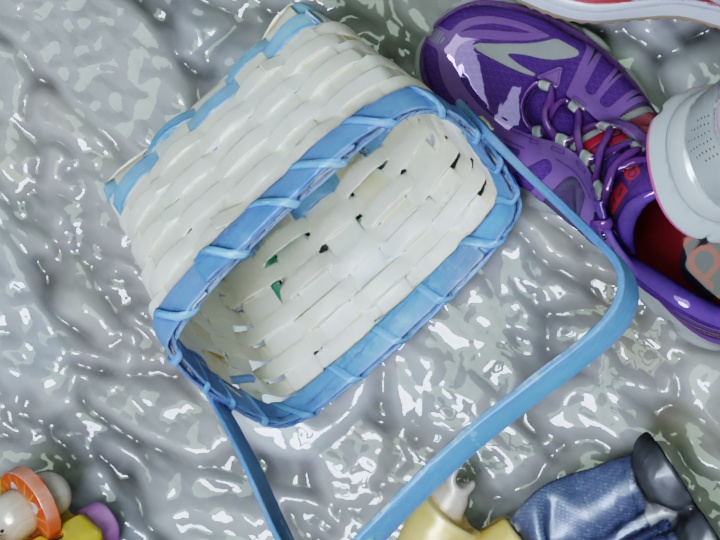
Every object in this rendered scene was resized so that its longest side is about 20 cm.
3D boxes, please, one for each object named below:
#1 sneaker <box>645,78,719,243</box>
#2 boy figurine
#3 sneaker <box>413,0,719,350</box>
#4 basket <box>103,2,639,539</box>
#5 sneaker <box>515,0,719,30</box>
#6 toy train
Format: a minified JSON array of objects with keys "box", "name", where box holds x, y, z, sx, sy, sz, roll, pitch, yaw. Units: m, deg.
[{"box":[0.217,-0.056,0.704,0.198,0.088,0.082,-12,84,-9],"name":"sneaker"},{"box":[0.058,0.145,0.788,0.199,0.064,0.125,-30,86,4],"name":"boy figurine"},{"box":[0.108,-0.048,0.776,0.200,0.083,0.081,41,94,9],"name":"sneaker"},{"box":[0.000,0.000,0.751,0.176,0.139,0.201,-40,52,8],"name":"basket"},{"box":[0.133,-0.151,0.748,0.198,0.113,0.072,14,67,16],"name":"sneaker"},{"box":[-0.184,0.129,0.786,0.198,0.150,0.056,15,125,13],"name":"toy train"}]
